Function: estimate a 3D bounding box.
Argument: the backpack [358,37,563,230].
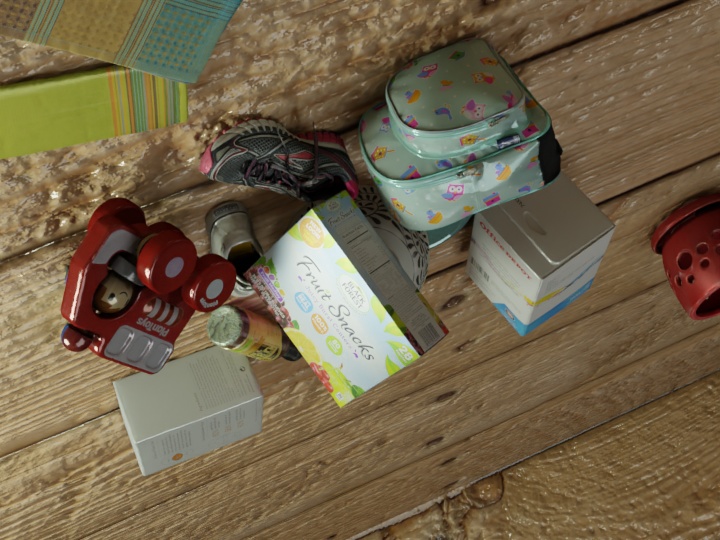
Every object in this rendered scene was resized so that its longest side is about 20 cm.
[{"bbox_3d":[0.098,-0.146,1.030,0.200,0.176,0.153,-28,138,6],"label":"backpack"}]

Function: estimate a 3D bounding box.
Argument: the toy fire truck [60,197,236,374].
[{"bbox_3d":[-0.245,0.026,1.025,0.168,0.112,0.200,-59,151,-2],"label":"toy fire truck"}]

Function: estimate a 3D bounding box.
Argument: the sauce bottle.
[{"bbox_3d":[-0.146,0.100,1.384,0.065,0.065,0.200,-35,153,16],"label":"sauce bottle"}]

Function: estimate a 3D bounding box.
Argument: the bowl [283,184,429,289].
[{"bbox_3d":[0.000,0.000,1.170,0.201,0.094,0.201,-3,108,-9],"label":"bowl"}]

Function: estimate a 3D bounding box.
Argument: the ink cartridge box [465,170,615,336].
[{"bbox_3d":[0.263,-0.030,1.402,0.146,0.147,0.200,-33,157,-14],"label":"ink cartridge box"}]

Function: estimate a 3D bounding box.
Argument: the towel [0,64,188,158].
[{"bbox_3d":[-0.258,-0.153,0.863,0.200,0.018,0.086,-16,147,-20],"label":"towel"}]

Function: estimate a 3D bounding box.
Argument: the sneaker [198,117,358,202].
[{"bbox_3d":[-0.083,-0.115,1.028,0.200,0.075,0.081,-3,146,-39],"label":"sneaker"}]

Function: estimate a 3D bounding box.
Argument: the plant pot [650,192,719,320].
[{"bbox_3d":[0.661,-0.033,1.752,0.200,0.183,0.200,-22,155,-11],"label":"plant pot"}]

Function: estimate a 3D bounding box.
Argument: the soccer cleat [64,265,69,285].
[{"bbox_3d":[-0.301,0.057,1.134,0.065,0.084,0.200,-24,154,-3],"label":"soccer cleat"}]

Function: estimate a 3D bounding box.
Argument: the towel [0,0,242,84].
[{"bbox_3d":[-0.189,-0.231,0.762,0.200,0.022,0.147,5,134,-45],"label":"towel"}]

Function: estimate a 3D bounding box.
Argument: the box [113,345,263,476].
[{"bbox_3d":[-0.261,0.211,1.435,0.200,0.106,0.152,-18,154,-17],"label":"box"}]

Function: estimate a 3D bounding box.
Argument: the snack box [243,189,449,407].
[{"bbox_3d":[-0.020,0.036,1.071,0.068,0.200,0.169,-36,178,-44],"label":"snack box"}]

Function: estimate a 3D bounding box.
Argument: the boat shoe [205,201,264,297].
[{"bbox_3d":[-0.149,-0.006,1.176,0.071,0.070,0.200,-20,153,-14],"label":"boat shoe"}]

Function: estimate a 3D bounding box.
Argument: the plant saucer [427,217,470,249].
[{"bbox_3d":[0.093,-0.072,1.315,0.201,0.039,0.201,-22,154,-11],"label":"plant saucer"}]
